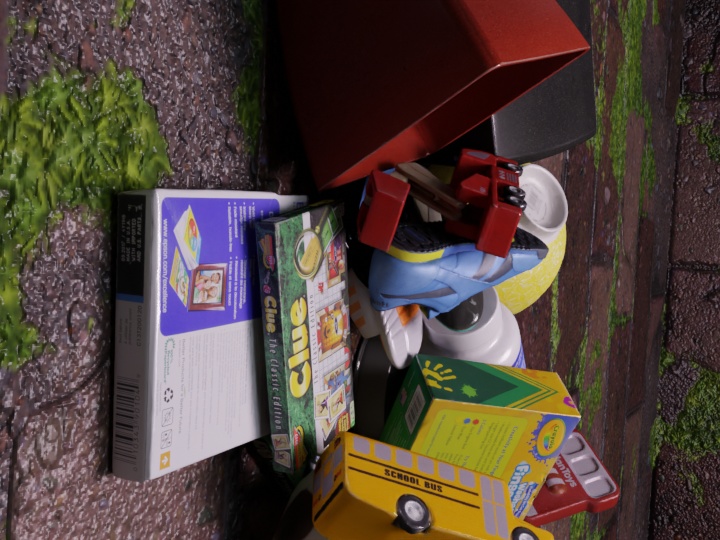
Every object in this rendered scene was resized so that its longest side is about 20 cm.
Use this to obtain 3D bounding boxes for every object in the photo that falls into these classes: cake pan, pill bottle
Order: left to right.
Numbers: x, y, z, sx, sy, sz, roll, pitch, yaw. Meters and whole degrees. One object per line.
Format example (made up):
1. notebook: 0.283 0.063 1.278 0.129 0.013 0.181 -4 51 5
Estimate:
1. cake pan: 0.048 0.137 1.033 0.199 0.036 0.204 -17 109 -61
2. pill bottle: 0.124 0.099 0.998 0.201 0.110 0.113 71 35 -46

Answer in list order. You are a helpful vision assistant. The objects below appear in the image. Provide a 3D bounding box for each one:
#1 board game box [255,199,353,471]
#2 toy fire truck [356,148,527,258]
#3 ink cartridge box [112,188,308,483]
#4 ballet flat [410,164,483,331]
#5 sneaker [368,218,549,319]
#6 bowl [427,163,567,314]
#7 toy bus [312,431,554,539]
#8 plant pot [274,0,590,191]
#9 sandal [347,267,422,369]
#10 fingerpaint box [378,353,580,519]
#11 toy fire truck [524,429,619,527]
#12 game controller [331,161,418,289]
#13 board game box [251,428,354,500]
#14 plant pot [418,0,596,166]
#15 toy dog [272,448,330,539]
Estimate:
1. board game box: -0.042 0.050 0.750 0.104 0.023 0.204 -25 116 -55
2. toy fire truck: 0.075 -0.067 0.820 0.201 0.139 0.049 -74 -179 -63
3. ink cartridge box: -0.108 0.039 0.705 0.199 0.043 0.202 -6 99 -61
4. ballet flat: 0.072 -0.032 0.921 0.069 0.067 0.202 85 -11 -48
5. sneaker: 0.089 -0.001 0.846 0.198 0.066 0.080 -6 120 -35
6. bowl: 0.169 -0.061 1.032 0.198 0.107 0.203 16 61 -31
7. toy bus: 0.061 0.202 0.750 0.065 0.197 0.079 -56 -157 37
8. plant pot: 0.043 -0.207 0.781 0.199 0.199 0.178 -24 85 -52
9. sandal: 0.004 -0.002 0.911 0.079 0.059 0.210 -15 86 -60
10. fingerpaint box: 0.104 0.192 0.936 0.074 0.164 0.202 -110 -146 -54
11. toy fire truck: 0.223 0.246 1.199 0.201 0.165 0.113 -119 -158 -48
12. game controller: 0.017 -0.077 0.871 0.104 0.042 0.202 41 46 -34
13. board game box: -0.045 0.169 0.871 0.105 0.023 0.202 -61 145 -35
14. plant pot: 0.121 -0.210 0.971 0.177 0.197 0.203 -38 128 -43
15. toy dog: -0.038 0.255 0.760 0.199 0.138 0.197 -30 107 -47
